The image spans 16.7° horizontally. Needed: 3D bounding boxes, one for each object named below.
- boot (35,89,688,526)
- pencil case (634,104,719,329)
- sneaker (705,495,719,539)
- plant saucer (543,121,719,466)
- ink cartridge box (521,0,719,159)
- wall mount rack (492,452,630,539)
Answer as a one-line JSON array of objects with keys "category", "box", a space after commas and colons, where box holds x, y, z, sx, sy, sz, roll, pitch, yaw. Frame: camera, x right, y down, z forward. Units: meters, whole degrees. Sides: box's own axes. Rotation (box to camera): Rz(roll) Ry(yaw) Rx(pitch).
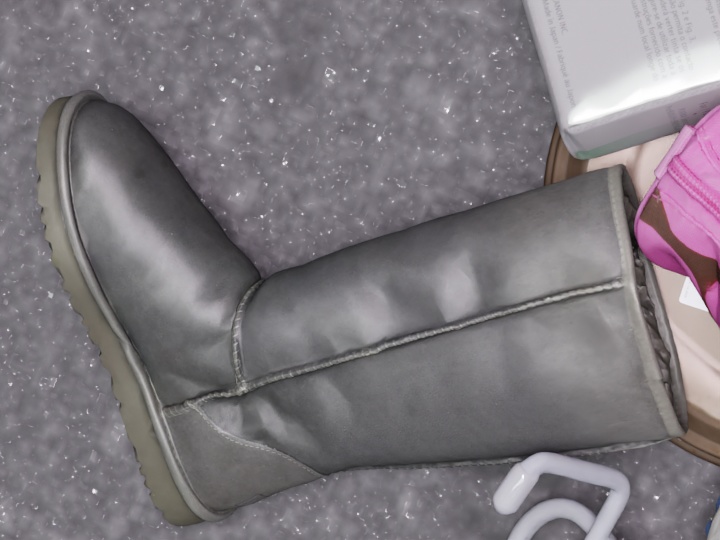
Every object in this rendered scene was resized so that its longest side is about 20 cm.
[{"category": "boot", "box": [0.000, -0.002, 0.867, 0.199, 0.073, 0.183, -15, 106, 26]}, {"category": "pencil case", "box": [0.160, 0.032, 0.780, 0.091, 0.093, 0.200, -54, 50, 30]}, {"category": "sneaker", "box": [0.151, 0.137, 0.853, 0.077, 0.085, 0.201, 23, 106, -28]}, {"category": "plant saucer", "box": [0.163, -0.021, 0.877, 0.199, 0.029, 0.201, 1, 96, 9]}, {"category": "ink cartridge box", "box": [0.144, -0.145, 0.844, 0.199, 0.050, 0.162, -16, 78, 8]}, {"category": "wall mount rack", "box": [0.062, 0.167, 0.832, 0.074, 0.200, 0.174, 15, 112, -34]}]
